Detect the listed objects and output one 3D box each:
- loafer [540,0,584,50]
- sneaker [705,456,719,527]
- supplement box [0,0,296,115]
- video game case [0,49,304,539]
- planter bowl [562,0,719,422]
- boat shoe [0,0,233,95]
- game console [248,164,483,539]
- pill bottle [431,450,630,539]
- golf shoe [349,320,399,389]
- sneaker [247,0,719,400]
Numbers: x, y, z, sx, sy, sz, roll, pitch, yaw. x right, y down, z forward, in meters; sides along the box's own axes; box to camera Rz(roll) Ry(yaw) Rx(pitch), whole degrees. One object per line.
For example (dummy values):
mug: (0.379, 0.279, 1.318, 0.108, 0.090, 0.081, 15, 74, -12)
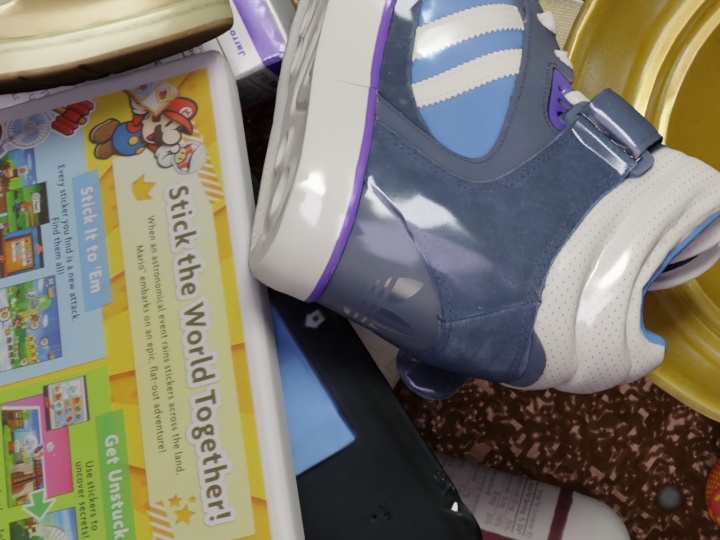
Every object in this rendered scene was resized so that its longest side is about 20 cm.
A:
loafer: (0.019, -0.138, 0.914, 0.200, 0.076, 0.068, 39, 100, 4)
sneaker: (0.184, 0.008, 0.914, 0.077, 0.073, 0.200, 40, 90, 25)
supplement box: (-0.126, -0.072, 0.916, 0.199, 0.101, 0.104, -27, 88, 5)
video game case: (-0.114, 0.037, 0.803, 0.181, 0.023, 0.201, -15, 56, 7)
planter bowl: (0.167, -0.037, 0.844, 0.199, 0.083, 0.202, -6, 75, 23)
boat shoe: (-0.140, -0.086, 0.830, 0.198, 0.073, 0.063, -5, 91, 7)
game console: (-0.080, 0.060, 0.805, 0.176, 0.031, 0.200, -34, 57, 0)
pill bottle: (0.028, 0.120, 0.899, 0.199, 0.110, 0.110, 16, 92, 5)
golf shoe: (0.000, 0.000, 0.871, 0.199, 0.092, 0.075, -32, 56, -31)
sneaker: (0.051, -0.049, 0.821, 0.146, 0.081, 0.201, 19, 50, -10)
